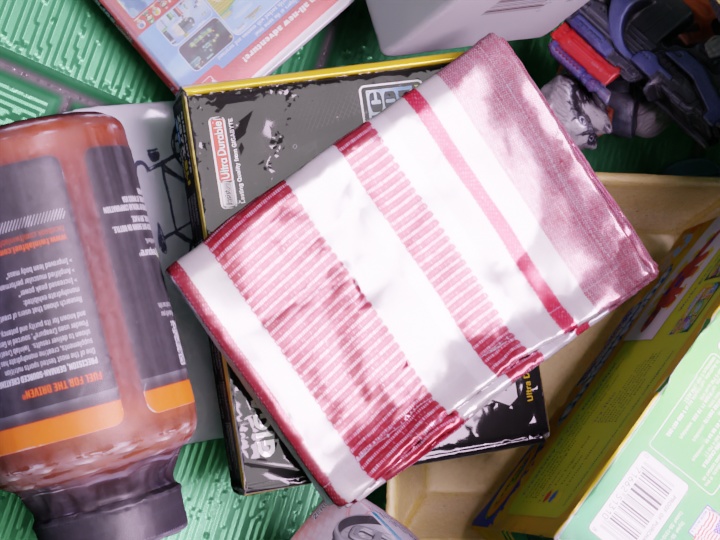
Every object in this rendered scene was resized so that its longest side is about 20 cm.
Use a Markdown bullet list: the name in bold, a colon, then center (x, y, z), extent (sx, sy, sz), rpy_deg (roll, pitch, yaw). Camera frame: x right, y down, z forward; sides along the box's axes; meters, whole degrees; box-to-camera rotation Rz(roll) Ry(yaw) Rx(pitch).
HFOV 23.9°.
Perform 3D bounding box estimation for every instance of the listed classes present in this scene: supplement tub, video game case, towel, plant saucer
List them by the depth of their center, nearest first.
- **supplement tub**: center (-0.139, 0.033, 0.801), extent (0.106, 0.107, 0.201), rpy_deg (-13, 87, -25)
- **towel**: center (0.028, -0.001, 0.813), extent (0.200, 0.023, 0.144), rpy_deg (-36, 92, -11)
- **video game case**: center (-0.092, -0.195, 0.874), extent (0.143, 0.017, 0.200), rpy_deg (-42, 97, -12)
- **plant saucer**: center (0.107, 0.048, 0.916), extent (0.199, 0.048, 0.201), rpy_deg (2, 86, -12)

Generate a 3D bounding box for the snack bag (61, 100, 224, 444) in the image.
- **snack bag**: center (-0.056, -0.008, 0.897), extent (0.199, 0.021, 0.190), rpy_deg (-6, 89, -25)

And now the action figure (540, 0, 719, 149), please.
- **action figure**: center (0.185, -0.109, 0.928), extent (0.193, 0.105, 0.200), rpy_deg (-26, 57, -8)

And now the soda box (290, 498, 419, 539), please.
- **soda box**: center (-0.040, 0.206, 0.822), extent (0.064, 0.068, 0.200), rpy_deg (39, 89, -36)

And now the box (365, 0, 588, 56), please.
- **box**: center (0.060, -0.230, 0.842), extent (0.106, 0.152, 0.201), rpy_deg (-11, 81, -30)

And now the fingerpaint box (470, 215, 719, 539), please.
- **fingerpaint box**: center (0.155, 0.067, 0.815), extent (0.073, 0.167, 0.200), rpy_deg (38, 79, -3)

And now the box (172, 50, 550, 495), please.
- **box**: center (0.000, 0.000, 0.850), extent (0.159, 0.049, 0.201), rpy_deg (-8, 87, -14)

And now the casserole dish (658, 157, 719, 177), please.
- **casserole dish**: center (0.222, 0.030, 1.016), extent (0.121, 0.039, 0.201), rpy_deg (-11, 91, -25)

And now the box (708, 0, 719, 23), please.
- **box**: center (0.268, -0.088, 0.804), extent (0.199, 0.044, 0.161), rpy_deg (0, 58, -34)
